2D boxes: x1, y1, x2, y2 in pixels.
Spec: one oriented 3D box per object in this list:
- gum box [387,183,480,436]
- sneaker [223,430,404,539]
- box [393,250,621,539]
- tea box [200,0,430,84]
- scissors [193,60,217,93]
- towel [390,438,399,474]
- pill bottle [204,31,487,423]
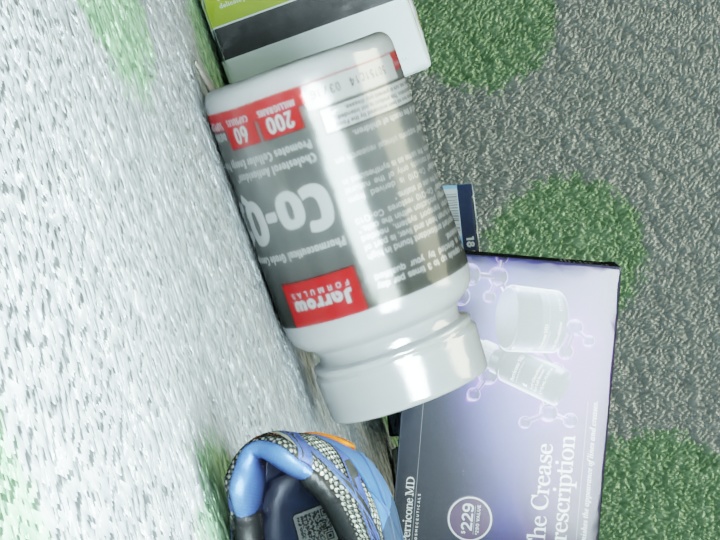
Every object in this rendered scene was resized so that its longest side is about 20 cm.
[{"bbox_3d":[0.053,0.035,1.599,0.200,0.044,0.171,141,-56,-77],"label":"gum box"},{"bbox_3d":[-0.006,0.144,0.734,0.201,0.075,0.078,64,9,26],"label":"sneaker"},{"bbox_3d":[0.097,0.090,1.392,0.079,0.140,0.201,-22,116,-84],"label":"box"},{"bbox_3d":[-0.042,-0.211,1.423,0.200,0.133,0.198,-71,143,-85],"label":"tea box"},{"bbox_3d":[-0.053,-0.035,1.231,0.200,0.014,0.073,49,54,-40],"label":"scissors"},{"bbox_3d":[0.068,0.242,1.618,0.147,0.024,0.201,-97,168,-70],"label":"towel"},{"bbox_3d":[-0.005,-0.023,1.174,0.114,0.113,0.201,-79,150,-83],"label":"pill bottle"}]
